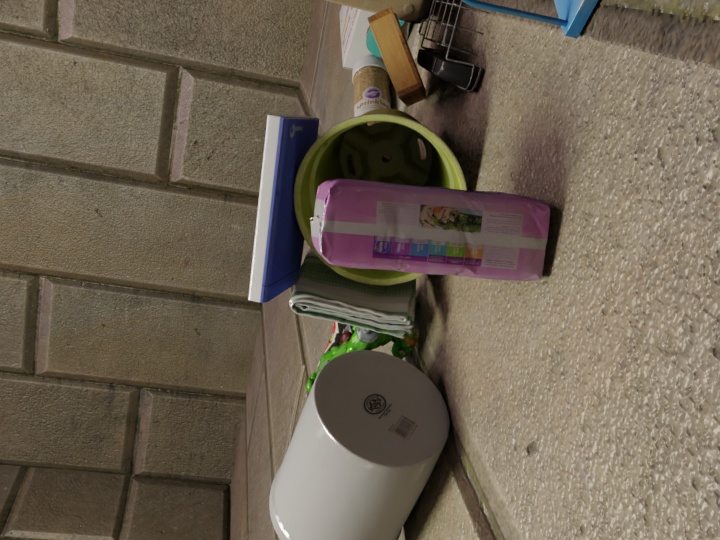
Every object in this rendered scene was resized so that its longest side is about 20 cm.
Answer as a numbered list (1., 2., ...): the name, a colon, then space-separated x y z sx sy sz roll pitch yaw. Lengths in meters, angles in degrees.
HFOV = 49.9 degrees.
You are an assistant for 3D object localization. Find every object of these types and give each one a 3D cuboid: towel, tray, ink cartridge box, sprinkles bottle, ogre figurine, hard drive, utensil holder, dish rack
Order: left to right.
1. hard drive: -0.087 -0.076 0.896 0.132 0.025 0.203 -38 -43 -73
2. utensil holder: -0.004 0.216 0.884 0.171 0.167 0.202 -96 20 -49
3. towel: 0.000 0.000 0.959 0.201 0.147 0.031 -77 0 -57
4. ogre figurine: 0.010 0.086 0.989 0.120 0.199 0.099 -50 62 30
5. ink cartridge box: 0.020 -0.475 1.411 0.146 0.086 0.202 111 160 -45
6. sprinkles bottle: 0.021 -0.276 1.320 0.069 0.067 0.202 114 160 -51
7. tray: 0.053 -0.273 1.012 0.200 0.037 0.100 -51 -61 -79
8. dish rack: 0.121 -0.326 0.924 0.154 0.054 0.203 -113 36 -67

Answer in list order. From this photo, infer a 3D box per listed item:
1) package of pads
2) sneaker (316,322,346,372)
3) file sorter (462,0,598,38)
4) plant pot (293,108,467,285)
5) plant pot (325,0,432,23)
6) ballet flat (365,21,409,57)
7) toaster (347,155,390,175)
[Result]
1. package of pads: 0.056 -0.038 0.690 0.121 0.197 0.077 -127 42 -78
2. sneaker: -0.019 0.113 1.281 0.085 0.076 0.203 -83 12 -72
3. file sorter: 0.143 -0.327 0.651 0.139 0.121 0.202 114 161 -50
4. plant pot: 0.027 -0.113 0.954 0.185 0.197 0.203 -82 6 -65
5. plant pot: 0.027 -0.435 1.027 0.178 0.197 0.202 -87 11 -58
6. ballet flat: 0.063 -0.418 1.268 0.064 0.067 0.200 -57 5 -18
7. toaster: -0.035 -0.118 1.129 0.128 0.199 0.116 -7 72 42
